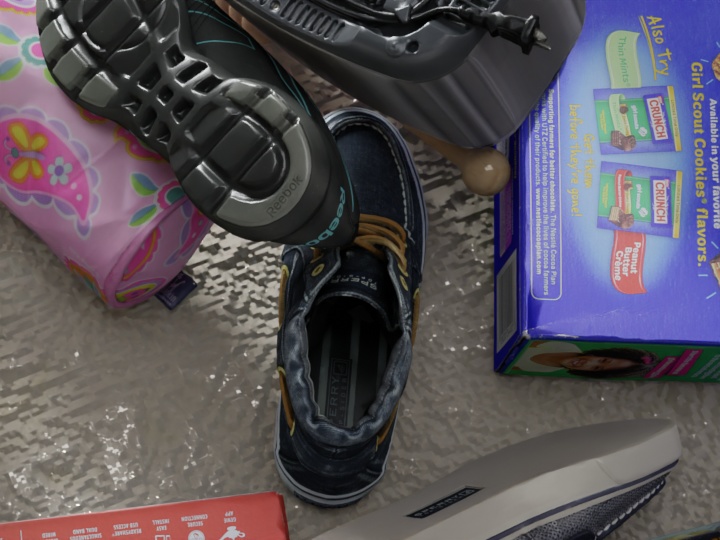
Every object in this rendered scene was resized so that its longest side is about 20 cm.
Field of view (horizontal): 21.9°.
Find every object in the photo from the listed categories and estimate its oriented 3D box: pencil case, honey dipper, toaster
[{"bbox_3d":[-0.145,-0.072,0.856,0.087,0.087,0.200,-40,76,-22],"label":"pencil case"},{"bbox_3d":[-0.004,-0.096,0.882,0.038,0.038,0.200,-39,59,-22],"label":"honey dipper"},{"bbox_3d":[0.016,-0.131,0.797,0.200,0.129,0.114,31,87,23],"label":"toaster"}]

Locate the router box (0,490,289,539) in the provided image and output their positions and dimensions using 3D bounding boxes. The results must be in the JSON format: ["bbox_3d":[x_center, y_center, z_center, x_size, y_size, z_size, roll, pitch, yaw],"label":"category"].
[{"bbox_3d":[-0.118,0.192,0.752,0.199,0.049,0.180,-6,66,-10],"label":"router box"}]

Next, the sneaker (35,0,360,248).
[{"bbox_3d":[-0.072,-0.076,0.806,0.075,0.079,0.200,-45,61,11],"label":"sneaker"}]

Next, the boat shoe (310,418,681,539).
[{"bbox_3d":[0.065,0.134,0.803,0.200,0.075,0.093,-19,99,-28],"label":"boat shoe"}]

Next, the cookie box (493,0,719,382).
[{"bbox_3d":[0.166,-0.036,0.871,0.199,0.075,0.172,3,75,-5],"label":"cookie box"}]

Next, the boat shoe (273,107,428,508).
[{"bbox_3d":[0.000,0.000,0.836,0.071,0.091,0.201,5,64,-5],"label":"boat shoe"}]

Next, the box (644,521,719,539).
[{"bbox_3d":[0.089,0.187,0.745,0.200,0.040,0.137,-11,99,-17],"label":"box"}]

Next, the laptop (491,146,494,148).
[{"bbox_3d":[0.060,-0.189,0.926,0.200,0.103,0.177,41,67,11],"label":"laptop"}]
